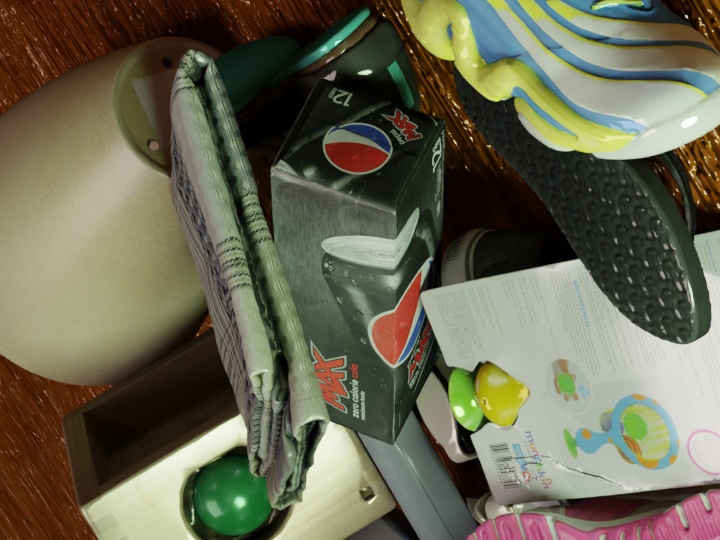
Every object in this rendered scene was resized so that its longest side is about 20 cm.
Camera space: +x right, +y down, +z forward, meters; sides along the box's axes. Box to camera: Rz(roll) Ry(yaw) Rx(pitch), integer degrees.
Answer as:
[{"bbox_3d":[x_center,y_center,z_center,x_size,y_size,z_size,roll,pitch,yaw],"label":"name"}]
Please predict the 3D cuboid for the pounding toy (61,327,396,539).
[{"bbox_3d":[-0.080,0.142,1.423,0.143,0.183,0.200,60,179,-19],"label":"pounding toy"}]

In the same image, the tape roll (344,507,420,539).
[{"bbox_3d":[0.065,0.221,1.466,0.200,0.066,0.200,37,-179,-1],"label":"tape roll"}]

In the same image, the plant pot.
[{"bbox_3d":[-0.138,-0.053,1.445,0.188,0.187,0.200,51,147,3],"label":"plant pot"}]

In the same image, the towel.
[{"bbox_3d":[-0.065,0.014,1.232,0.193,0.034,0.201,108,145,-70],"label":"towel"}]

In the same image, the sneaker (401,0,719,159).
[{"bbox_3d":[0.071,-0.118,0.998,0.200,0.076,0.105,29,149,49],"label":"sneaker"}]

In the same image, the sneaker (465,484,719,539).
[{"bbox_3d":[0.139,0.145,1.176,0.199,0.088,0.082,-10,89,37],"label":"sneaker"}]

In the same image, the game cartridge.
[{"bbox_3d":[0.017,0.093,1.426,0.134,0.040,0.200,57,180,-20],"label":"game cartridge"}]

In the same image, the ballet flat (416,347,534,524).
[{"bbox_3d":[0.078,0.100,1.337,0.200,0.068,0.068,54,139,-5],"label":"ballet flat"}]

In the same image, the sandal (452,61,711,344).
[{"bbox_3d":[0.108,-0.051,1.080,0.201,0.048,0.076,55,155,36],"label":"sandal"}]

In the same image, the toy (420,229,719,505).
[{"bbox_3d":[0.128,0.043,1.141,0.199,0.047,0.116,-13,101,41],"label":"toy"}]

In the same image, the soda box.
[{"bbox_3d":[0.000,0.000,1.212,0.070,0.064,0.201,19,146,15],"label":"soda box"}]

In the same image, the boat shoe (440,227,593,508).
[{"bbox_3d":[0.105,0.065,1.239,0.056,0.069,0.201,-9,121,36],"label":"boat shoe"}]

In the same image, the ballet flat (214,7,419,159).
[{"bbox_3d":[-0.029,-0.086,1.261,0.069,0.068,0.200,52,161,-15],"label":"ballet flat"}]
